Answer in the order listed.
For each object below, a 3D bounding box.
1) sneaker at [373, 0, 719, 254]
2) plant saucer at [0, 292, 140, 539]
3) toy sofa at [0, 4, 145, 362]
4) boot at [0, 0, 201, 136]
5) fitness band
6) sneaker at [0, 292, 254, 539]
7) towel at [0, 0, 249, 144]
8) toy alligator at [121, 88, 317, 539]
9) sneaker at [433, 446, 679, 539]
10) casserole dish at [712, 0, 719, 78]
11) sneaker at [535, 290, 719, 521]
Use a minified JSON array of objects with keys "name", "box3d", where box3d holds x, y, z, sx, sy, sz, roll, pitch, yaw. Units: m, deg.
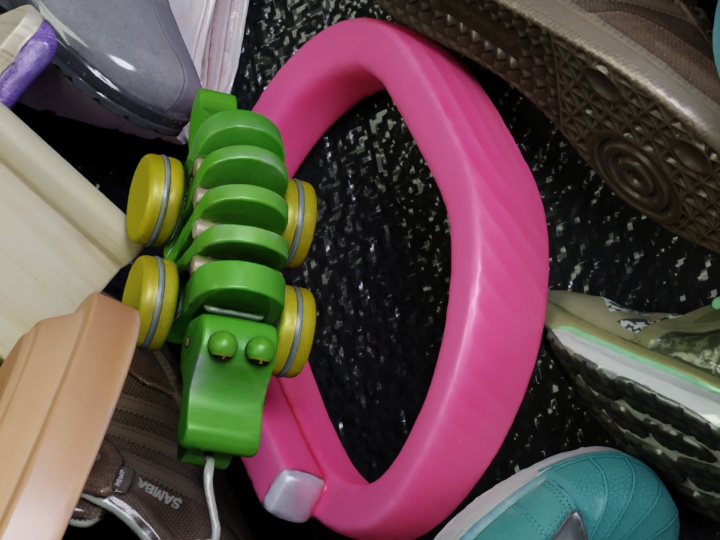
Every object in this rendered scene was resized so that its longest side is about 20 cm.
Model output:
[{"name":"sneaker","box3d":[0.081,-0.085,0.849,0.200,0.071,0.076,39,68,19]},{"name":"plant saucer","box3d":[-0.124,0.096,0.809,0.201,0.032,0.200,-60,10,18]},{"name":"toy sofa","box3d":[-0.144,-0.036,0.962,0.098,0.083,0.200,-50,22,-10]},{"name":"boot","box3d":[-0.082,-0.159,0.963,0.131,0.070,0.201,-40,64,19]},{"name":"fitness band","box3d":[0.000,0.000,0.887,0.144,0.037,0.200,-60,32,24]},{"name":"sneaker","box3d":[-0.096,0.071,0.950,0.071,0.075,0.200,-51,56,19]},{"name":"towel","box3d":[-0.111,-0.157,1.043,0.199,0.032,0.192,15,90,39]},{"name":"toy alligator","box3d":[-0.042,0.016,0.845,0.054,0.059,0.201,125,151,-53]},{"name":"sneaker","box3d":[0.034,0.135,0.781,0.200,0.072,0.080,-44,25,-17]},{"name":"casserole dish","box3d":[0.177,-0.053,0.712,0.122,0.199,0.039,64,154,15]},{"name":"sneaker","box3d":[0.140,0.031,0.798,0.199,0.077,0.089,18,62,41]}]
